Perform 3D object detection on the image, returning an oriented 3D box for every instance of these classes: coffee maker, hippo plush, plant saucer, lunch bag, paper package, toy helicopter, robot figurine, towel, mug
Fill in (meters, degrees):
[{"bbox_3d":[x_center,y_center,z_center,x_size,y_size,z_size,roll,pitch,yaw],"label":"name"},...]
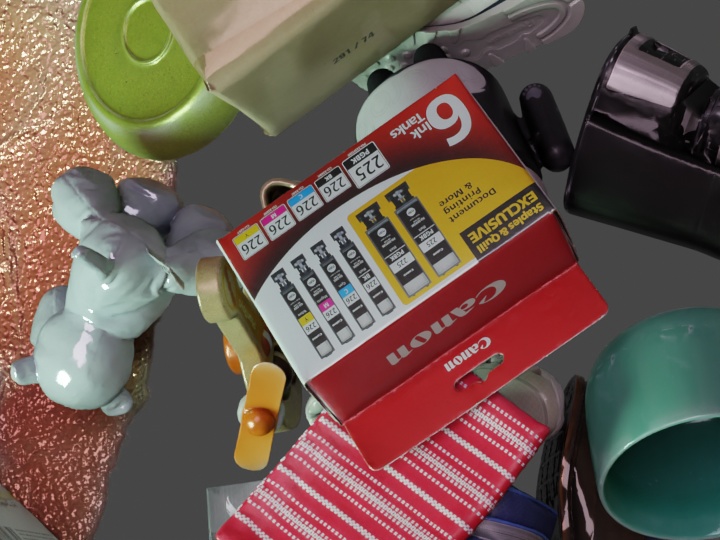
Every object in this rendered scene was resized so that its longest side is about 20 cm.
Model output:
[{"bbox_3d":[0.250,-0.053,1.457,0.198,0.135,0.194,19,86,20],"label":"coffee maker"},{"bbox_3d":[-0.177,0.032,1.569,0.158,0.200,0.162,15,110,-19],"label":"hippo plush"},{"bbox_3d":[-0.161,-0.190,1.627,0.199,0.031,0.202,-3,85,35],"label":"plant saucer"},{"bbox_3d":[0.032,0.189,1.418,0.198,0.136,0.134,9,75,23],"label":"lunch bag"},{"bbox_3d":[-0.032,-0.204,1.462,0.199,0.191,0.104,-35,79,6],"label":"paper package"},{"bbox_3d":[-0.082,0.059,1.498,0.078,0.200,0.133,-6,60,15],"label":"toy helicopter"},{"bbox_3d":[0.067,-0.073,1.507,0.151,0.124,0.201,-58,37,35],"label":"robot figurine"},{"bbox_3d":[0.012,0.142,1.352,0.144,0.023,0.200,36,81,30],"label":"towel"},{"bbox_3d":[0.239,0.106,1.423,0.151,0.185,0.115,-22,48,19],"label":"mug"}]

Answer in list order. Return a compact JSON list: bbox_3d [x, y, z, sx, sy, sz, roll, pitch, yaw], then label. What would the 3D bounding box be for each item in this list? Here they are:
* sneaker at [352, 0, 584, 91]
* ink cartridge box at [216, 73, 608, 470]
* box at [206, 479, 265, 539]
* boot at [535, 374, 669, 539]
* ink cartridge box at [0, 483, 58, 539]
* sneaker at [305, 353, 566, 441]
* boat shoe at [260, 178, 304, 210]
[{"bbox_3d":[0.075,-0.199,1.580,0.198,0.077,0.081,-17,57,12],"label":"sneaker"},{"bbox_3d":[0.036,0.002,1.352,0.199,0.084,0.176,-35,60,1],"label":"ink cartridge box"},{"bbox_3d":[-0.011,0.229,1.522,0.198,0.048,0.160,-9,77,15],"label":"box"},{"bbox_3d":[0.179,0.179,1.480,0.096,0.075,0.202,11,70,-7],"label":"boot"},{"bbox_3d":[-0.324,0.237,1.563,0.200,0.147,0.146,40,93,20],"label":"ink cartridge box"},{"bbox_3d":[0.053,0.103,1.496,0.198,0.081,0.076,1,104,26],"label":"sneaker"},{"bbox_3d":[0.000,0.000,1.556,0.200,0.065,0.072,43,93,19],"label":"boat shoe"}]
